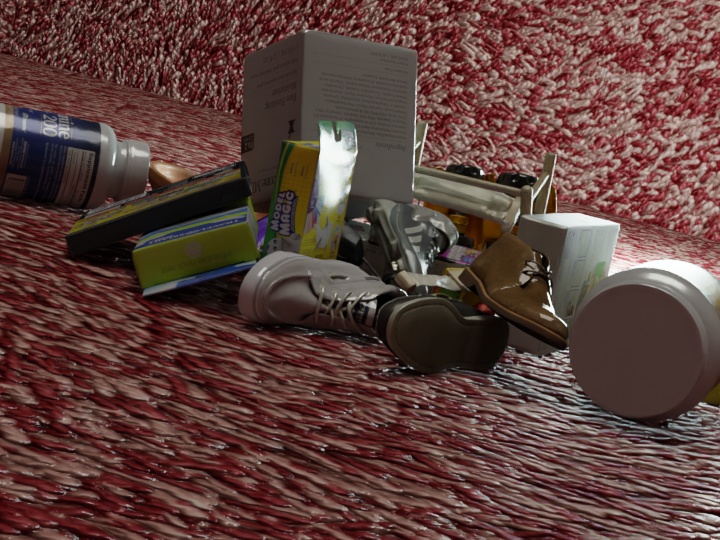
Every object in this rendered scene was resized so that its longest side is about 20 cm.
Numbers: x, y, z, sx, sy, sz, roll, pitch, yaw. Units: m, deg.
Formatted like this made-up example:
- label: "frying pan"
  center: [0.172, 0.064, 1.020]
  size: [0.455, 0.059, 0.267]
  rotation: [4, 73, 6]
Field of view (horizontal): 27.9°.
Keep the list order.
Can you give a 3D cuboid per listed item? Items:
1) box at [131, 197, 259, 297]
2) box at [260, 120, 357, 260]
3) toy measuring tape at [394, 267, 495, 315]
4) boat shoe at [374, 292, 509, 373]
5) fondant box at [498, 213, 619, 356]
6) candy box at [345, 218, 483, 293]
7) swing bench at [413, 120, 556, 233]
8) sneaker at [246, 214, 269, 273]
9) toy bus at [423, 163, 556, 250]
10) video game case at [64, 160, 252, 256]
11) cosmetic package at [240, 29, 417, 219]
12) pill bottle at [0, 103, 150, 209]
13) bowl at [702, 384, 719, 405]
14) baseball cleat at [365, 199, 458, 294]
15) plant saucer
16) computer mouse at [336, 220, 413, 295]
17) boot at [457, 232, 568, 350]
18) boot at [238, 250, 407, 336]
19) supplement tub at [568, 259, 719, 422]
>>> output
- label: "box"
  center: [-0.167, -0.027, 1.488]
  size: [0.122, 0.048, 0.200]
  rotation: [-15, 11, -1]
- label: "box"
  center: [-0.055, -0.059, 1.496]
  size: [0.048, 0.200, 0.117]
  rotation: [16, 9, 17]
- label: "toy measuring tape"
  center: [0.088, 0.034, 1.539]
  size: [0.073, 0.074, 0.200]
  rotation: [20, 10, 36]
- label: "boat shoe"
  center: [0.068, 0.057, 1.383]
  size: [0.061, 0.072, 0.201]
  rotation: [23, 5, 35]
- label: "fondant box"
  center: [0.225, 0.012, 1.637]
  size: [0.058, 0.145, 0.200]
  rotation: [16, 9, 26]
- label: "candy box"
  center: [0.063, -0.006, 1.782]
  size: [0.200, 0.061, 0.136]
  rotation: [14, 10, 6]
- label: "swing bench"
  center: [0.137, -0.065, 1.901]
  size: [0.199, 0.200, 0.130]
  rotation: [15, 32, 18]
- label: "sneaker"
  center: [-0.105, -0.022, 1.649]
  size: [0.099, 0.070, 0.200]
  rotation: [-8, 13, 22]
- label: "toy bus"
  center: [0.187, -0.082, 2.250]
  size: [0.200, 0.136, 0.192]
  rotation: [10, -4, -5]
- label: "video game case"
  center: [-0.217, -0.071, 1.584]
  size: [0.200, 0.026, 0.181]
  rotation: [-19, 11, -2]
- label: "cosmetic package"
  center: [-0.041, -0.173, 1.795]
  size: [0.165, 0.200, 0.165]
  rotation: [6, -8, -30]
- label: "pill bottle"
  center: [-0.370, -0.138, 1.808]
  size: [0.200, 0.111, 0.111]
  rotation: [10, 10, -22]
- label: "bowl"
  center: [0.354, 0.068, 1.597]
  size: [0.200, 0.108, 0.200]
  rotation: [13, 10, -2]
- label: "baseball cleat"
  center: [0.069, -0.024, 1.654]
  size: [0.106, 0.070, 0.200]
  rotation: [-1, 37, -14]
- label: "plant saucer"
  center: [-0.187, -0.082, 1.861]
  size: [0.200, 0.038, 0.200]
  rotation: [25, 8, -4]
- label: "computer mouse"
  center: [0.000, 0.000, 1.580]
  size: [0.034, 0.059, 0.200]
  rotation: [-23, 49, -29]
- label: "boot"
  center: [0.160, 0.016, 1.425]
  size: [0.074, 0.076, 0.200]
  rotation: [36, 6, -25]
- label: "boot"
  center: [-0.028, 0.026, 1.422]
  size: [0.095, 0.074, 0.200]
  rotation: [19, 14, 30]
- label: "supplement tub"
  center: [0.282, 0.066, 1.389]
  size: [0.145, 0.146, 0.200]
  rotation: [16, 9, 20]
